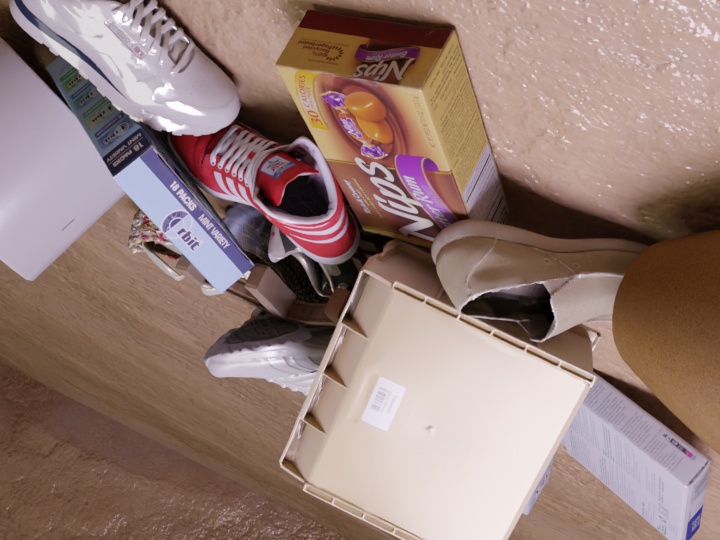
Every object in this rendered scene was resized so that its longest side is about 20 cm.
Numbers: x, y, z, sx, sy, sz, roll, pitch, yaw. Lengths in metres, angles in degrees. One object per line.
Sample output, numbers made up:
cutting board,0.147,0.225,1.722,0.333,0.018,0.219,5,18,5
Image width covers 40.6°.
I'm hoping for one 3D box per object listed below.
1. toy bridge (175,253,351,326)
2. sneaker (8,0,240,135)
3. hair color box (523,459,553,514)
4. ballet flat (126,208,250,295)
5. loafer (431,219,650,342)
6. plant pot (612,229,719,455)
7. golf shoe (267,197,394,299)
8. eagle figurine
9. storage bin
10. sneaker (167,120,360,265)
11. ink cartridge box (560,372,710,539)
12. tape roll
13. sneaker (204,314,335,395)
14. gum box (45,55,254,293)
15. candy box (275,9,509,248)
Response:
toy bridge,-0.082,0.021,0.900,0.198,0.027,0.067,15,160,32
sneaker,-0.176,-0.180,0.755,0.198,0.077,0.080,31,141,-17
hair color box,0.145,0.137,0.954,0.098,0.061,0.202,23,133,23
ballet flat,-0.190,-0.009,1.158,0.198,0.064,0.076,26,158,7
loafer,0.146,0.017,0.710,0.197,0.069,0.076,8,150,-6
plant pot,0.255,0.046,0.590,0.186,0.187,0.199,43,168,-33
golf shoe,0.000,0.000,0.905,0.199,0.089,0.077,35,156,-18
eagle figurine,-0.075,0.007,1.007,0.150,0.151,0.202,-25,96,17
storage bin,0.062,0.109,0.787,0.196,0.202,0.094,25,-159,3
sneaker,-0.087,-0.086,0.801,0.199,0.072,0.113,34,171,12
ink cartridge box,0.263,0.179,1.002,0.200,0.043,0.197,41,167,32
tape roll,-0.337,-0.109,0.935,0.203,0.139,0.203,45,171,9
sneaker,-0.049,0.094,0.935,0.197,0.101,0.078,-6,-160,-2
gum box,-0.190,-0.094,0.874,0.200,0.044,0.170,49,176,42
candy box,0.030,-0.092,0.703,0.115,0.057,0.201,16,154,28
